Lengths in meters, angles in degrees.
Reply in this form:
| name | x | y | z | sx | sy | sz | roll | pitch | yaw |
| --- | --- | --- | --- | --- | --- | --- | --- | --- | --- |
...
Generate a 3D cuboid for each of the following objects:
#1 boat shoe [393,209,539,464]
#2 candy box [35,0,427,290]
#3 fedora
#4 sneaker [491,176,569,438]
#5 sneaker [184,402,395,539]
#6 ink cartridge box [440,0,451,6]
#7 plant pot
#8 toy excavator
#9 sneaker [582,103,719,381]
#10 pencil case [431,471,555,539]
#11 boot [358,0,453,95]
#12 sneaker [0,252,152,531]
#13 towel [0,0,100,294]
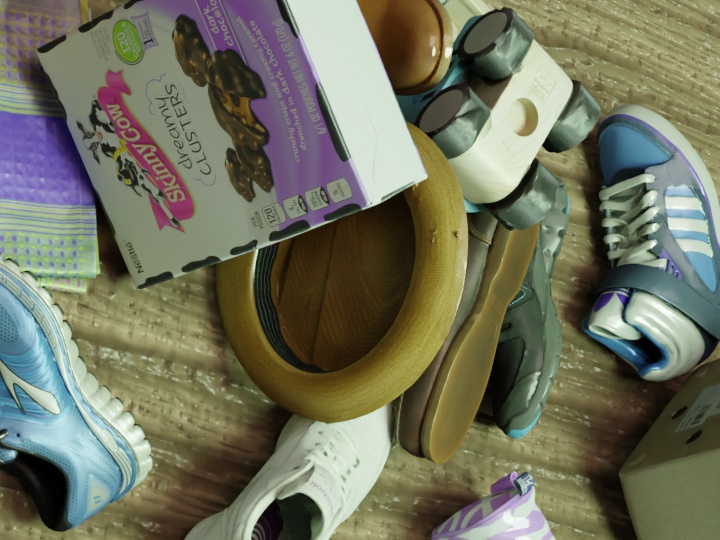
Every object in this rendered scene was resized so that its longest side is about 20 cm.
| name | x | y | z | sx | sy | sz | roll | pitch | yaw |
| --- | --- | --- | --- | --- | --- | --- | --- | --- | --- |
| boat shoe | 0.060 | 0.034 | 1.215 | 0.201 | 0.070 | 0.070 | -67 | 154 | -23 |
| candy box | -0.082 | -0.097 | 1.086 | 0.071 | 0.200 | 0.168 | -30 | 99 | -52 |
| fedora | 0.000 | 0.000 | 1.158 | 0.082 | 0.200 | 0.201 | 16 | 63 | -58 |
| sneaker | 0.101 | 0.023 | 1.285 | 0.082 | 0.073 | 0.201 | 8 | 66 | -10 |
| sneaker | -0.027 | 0.140 | 1.123 | 0.075 | 0.100 | 0.200 | 50 | 52 | -10 |
| ink cartridge box | 0.030 | -0.295 | 1.303 | 0.146 | 0.084 | 0.200 | 38 | 45 | -20 |
| plant pot | 0.309 | 0.160 | 1.287 | 0.177 | 0.200 | 0.200 | 52 | 53 | -10 |
| toy excavator | 0.070 | -0.128 | 1.241 | 0.100 | 0.200 | 0.195 | 42 | 68 | -29 |
| sneaker | 0.211 | -0.014 | 1.356 | 0.146 | 0.080 | 0.201 | -34 | 101 | -42 |
| pencil case | 0.123 | 0.239 | 1.211 | 0.201 | 0.084 | 0.085 | 64 | 28 | -2 |
| boot | -0.047 | -0.174 | 1.169 | 0.155 | 0.200 | 0.077 | 4 | 114 | -41 |
| sneaker | -0.206 | 0.068 | 1.030 | 0.089 | 0.078 | 0.200 | -46 | 108 | -35 |
| towel | -0.229 | -0.090 | 1.108 | 0.143 | 0.023 | 0.201 | 9 | 69 | -34 |
